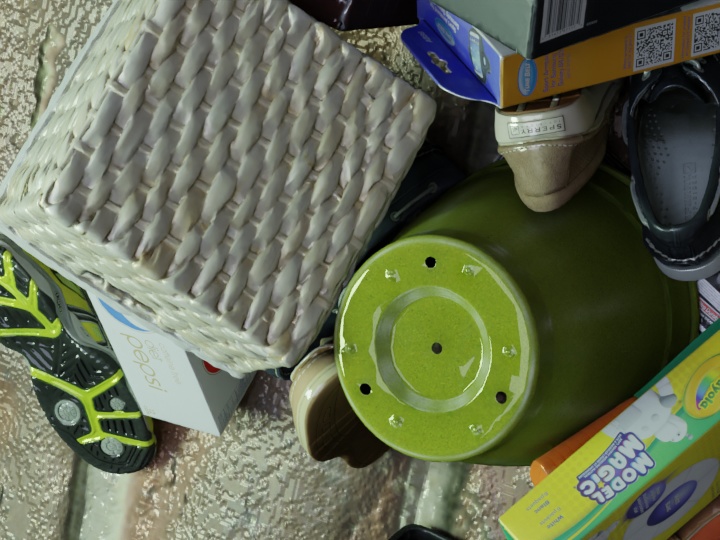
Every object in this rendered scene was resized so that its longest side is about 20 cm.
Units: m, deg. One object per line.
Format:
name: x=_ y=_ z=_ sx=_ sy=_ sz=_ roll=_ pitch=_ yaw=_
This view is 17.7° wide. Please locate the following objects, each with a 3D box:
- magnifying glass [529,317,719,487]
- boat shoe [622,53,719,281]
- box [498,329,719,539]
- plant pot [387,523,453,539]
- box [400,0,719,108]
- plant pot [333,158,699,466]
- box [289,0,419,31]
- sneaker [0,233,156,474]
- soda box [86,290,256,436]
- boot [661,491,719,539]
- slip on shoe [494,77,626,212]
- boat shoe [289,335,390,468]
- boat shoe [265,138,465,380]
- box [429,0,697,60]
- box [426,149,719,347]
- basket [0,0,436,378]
magnifying glass: x=0.182 y=0.076 z=1.380 sx=0.022 sy=0.199 sz=0.080 roll=48 pitch=153 yaw=28
boat shoe: x=0.196 y=-0.095 z=1.396 sx=0.075 sy=0.060 sz=0.202 roll=-12 pitch=60 yaw=15
box: x=0.177 y=0.115 z=1.358 sx=0.200 sy=0.117 sz=0.048 roll=-42 pitch=64 yaw=-7
plant pot: x=0.056 y=0.314 z=1.501 sx=0.199 sy=0.199 sz=0.179 roll=22 pitch=118 yaw=22
box: x=0.125 y=-0.157 z=1.379 sx=0.119 sy=0.198 sz=0.042 roll=-127 pitch=30 yaw=-48
plant pot: x=0.080 y=0.034 z=1.389 sx=0.199 sy=0.193 sz=0.202 roll=3 pitch=97 yaw=26
box: x=-0.010 y=-0.258 z=1.444 sx=0.163 sy=0.200 sz=0.167 roll=26 pitch=108 yaw=21
sneaker: x=-0.204 y=0.054 z=1.658 sx=0.075 sy=0.076 sz=0.201 roll=-26 pitch=103 yaw=24
soda box: x=-0.132 y=0.023 z=1.553 sx=0.068 sy=0.064 sz=0.201 roll=13 pitch=144 yaw=25
boot: x=0.223 y=0.144 z=1.457 sx=0.199 sy=0.107 sz=0.075 roll=-34 pitch=56 yaw=1
slip on shoe: x=0.124 y=-0.088 z=1.404 sx=0.075 sy=0.200 sz=0.061 roll=-8 pitch=104 yaw=12
boat shoe: x=-0.018 y=0.081 z=1.498 sx=0.071 sy=0.200 sz=0.065 roll=-40 pitch=73 yaw=-3
boat shoe: x=0.000 y=0.000 z=1.547 sx=0.062 sy=0.075 sz=0.201 roll=44 pitch=104 yaw=27
box: x=0.124 y=-0.205 z=1.334 sx=0.141 sy=0.199 sz=0.079 roll=32 pitch=131 yaw=39
box: x=0.145 y=0.017 z=1.488 sx=0.200 sy=0.049 sz=0.160 roll=42 pitch=110 yaw=16
basket: x=-0.085 y=-0.066 z=1.387 sx=0.197 sy=0.161 sz=0.201 roll=33 pitch=78 yaw=-14
